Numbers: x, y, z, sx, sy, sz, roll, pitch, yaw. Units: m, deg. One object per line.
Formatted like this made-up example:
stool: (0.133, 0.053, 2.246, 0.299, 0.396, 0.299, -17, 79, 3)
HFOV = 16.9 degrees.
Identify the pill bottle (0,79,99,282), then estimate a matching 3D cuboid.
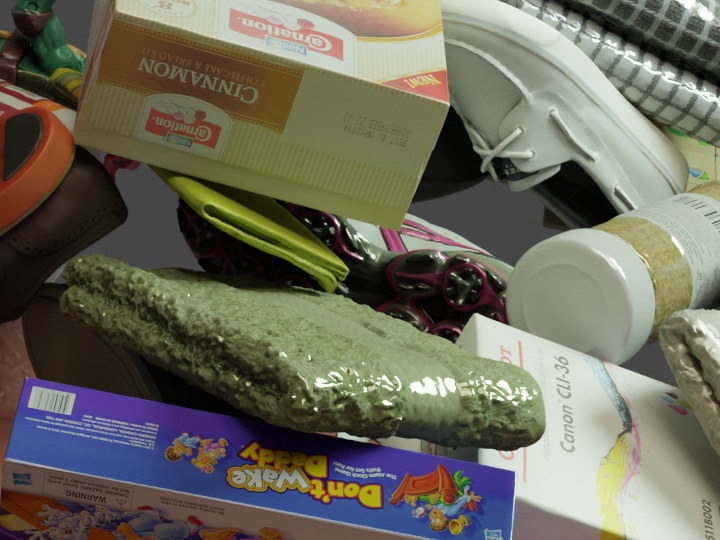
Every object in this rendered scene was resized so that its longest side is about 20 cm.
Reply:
pill bottle: (-0.238, -0.061, 1.189, 0.200, 0.110, 0.110, 23, 39, 13)

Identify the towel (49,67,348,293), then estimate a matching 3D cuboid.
towel: (-0.080, -0.045, 1.141, 0.086, 0.018, 0.200, 24, 9, -33)

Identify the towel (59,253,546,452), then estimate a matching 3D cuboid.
towel: (-0.028, 0.032, 1.036, 0.148, 0.036, 0.200, 8, 10, -37)

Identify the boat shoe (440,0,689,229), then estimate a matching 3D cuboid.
boat shoe: (0.093, -0.072, 1.275, 0.072, 0.200, 0.069, -7, 53, 44)

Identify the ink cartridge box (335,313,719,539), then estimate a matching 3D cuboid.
ink cartridge box: (0.091, 0.096, 1.089, 0.200, 0.068, 0.116, 19, 37, -14)

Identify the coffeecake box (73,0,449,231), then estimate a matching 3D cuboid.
coffeecake box: (-0.045, -0.117, 1.133, 0.153, 0.073, 0.200, 15, 32, -11)

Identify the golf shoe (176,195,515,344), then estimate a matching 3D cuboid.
golf shoe: (0.000, 0.000, 1.229, 0.200, 0.073, 0.092, 25, 11, 18)

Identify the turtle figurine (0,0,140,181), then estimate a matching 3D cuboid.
turtle figurine: (-0.171, -0.114, 1.260, 0.200, 0.150, 0.101, 14, 53, 2)

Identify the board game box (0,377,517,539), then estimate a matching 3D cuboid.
board game box: (-0.048, 0.121, 0.993, 0.200, 0.134, 0.045, 11, 46, -3)

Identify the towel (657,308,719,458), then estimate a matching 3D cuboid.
towel: (0.213, 0.102, 1.093, 0.133, 0.034, 0.200, 3, 55, -57)

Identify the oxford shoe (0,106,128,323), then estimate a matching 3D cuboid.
oxford shoe: (-0.193, 0.013, 1.092, 0.073, 0.200, 0.071, 45, 16, -37)

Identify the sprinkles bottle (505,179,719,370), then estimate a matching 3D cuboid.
sprinkles bottle: (0.146, 0.001, 1.209, 0.068, 0.068, 0.200, 32, 25, 22)

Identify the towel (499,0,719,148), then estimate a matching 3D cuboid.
towel: (0.152, -0.149, 1.363, 0.166, 0.086, 0.200, 23, 15, -11)

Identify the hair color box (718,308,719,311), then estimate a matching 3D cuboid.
hair color box: (0.271, 0.061, 1.192, 0.200, 0.102, 0.061, 31, 40, 20)

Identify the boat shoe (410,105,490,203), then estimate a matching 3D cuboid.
boat shoe: (0.006, -0.074, 1.269, 0.201, 0.074, 0.063, 11, -2, -42)

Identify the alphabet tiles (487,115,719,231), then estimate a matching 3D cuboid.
alphabet tiles: (0.173, -0.062, 1.395, 0.200, 0.006, 0.166, 12, 37, -2)

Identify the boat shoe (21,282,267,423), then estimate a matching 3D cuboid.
boat shoe: (-0.074, 0.069, 1.103, 0.199, 0.075, 0.066, 38, 42, 28)
